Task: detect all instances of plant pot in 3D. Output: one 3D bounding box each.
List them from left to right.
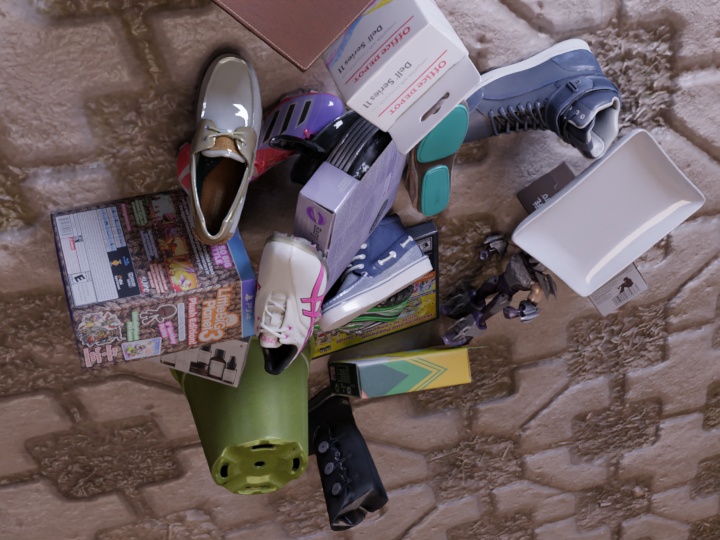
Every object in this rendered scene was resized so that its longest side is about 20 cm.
[{"bbox_3d":[-0.142,0.178,1.423,0.199,0.190,0.201,-8,138,-7],"label":"plant pot"}]

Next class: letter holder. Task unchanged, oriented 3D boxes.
[{"bbox_3d":[-0.083,-0.308,1.027,0.142,0.101,0.200,-42,137,16],"label":"letter holder"}]

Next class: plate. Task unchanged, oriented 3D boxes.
[{"bbox_3d":[0.301,-0.071,1.350,0.200,0.032,0.199,-41,137,16],"label":"plate"}]

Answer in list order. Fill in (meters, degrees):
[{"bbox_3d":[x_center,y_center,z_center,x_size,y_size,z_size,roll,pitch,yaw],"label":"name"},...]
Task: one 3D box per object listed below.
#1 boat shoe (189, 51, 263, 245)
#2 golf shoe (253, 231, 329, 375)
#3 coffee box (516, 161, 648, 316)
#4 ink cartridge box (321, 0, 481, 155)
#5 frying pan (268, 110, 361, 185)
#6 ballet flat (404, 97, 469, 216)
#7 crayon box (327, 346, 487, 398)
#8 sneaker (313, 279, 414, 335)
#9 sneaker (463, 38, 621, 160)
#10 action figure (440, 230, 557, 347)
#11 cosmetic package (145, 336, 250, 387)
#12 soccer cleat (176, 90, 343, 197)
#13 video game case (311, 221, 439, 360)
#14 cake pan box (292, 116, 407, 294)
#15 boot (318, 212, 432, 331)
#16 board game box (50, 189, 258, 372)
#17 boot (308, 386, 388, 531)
[{"bbox_3d":[-0.138,-0.126,1.143,0.074,0.068,0.201,4,96,-9],"label":"boat shoe"},{"bbox_3d":[-0.078,0.039,1.189,0.072,0.092,0.200,14,147,9],"label":"golf shoe"},{"bbox_3d":[0.302,-0.040,1.495,0.080,0.113,0.200,-35,138,10],"label":"coffee box"},{"bbox_3d":[0.027,-0.222,1.093,0.117,0.200,0.067,-43,137,19],"label":"ink cartridge box"},{"bbox_3d":[-0.036,-0.143,1.215,0.115,0.031,0.190,-43,169,-3],"label":"frying pan"},{"bbox_3d":[0.079,-0.146,1.298,0.068,0.067,0.200,-15,147,-18],"label":"ballet flat"},{"bbox_3d":[0.068,0.141,1.564,0.199,0.051,0.127,-7,179,-20],"label":"crayon box"},{"bbox_3d":[-0.027,0.056,1.418,0.199,0.078,0.085,-9,138,-20],"label":"sneaker"},{"bbox_3d":[0.202,-0.174,1.279,0.202,0.147,0.077,-28,141,5],"label":"sneaker"},{"bbox_3d":[0.191,0.027,1.506,0.069,0.131,0.200,13,138,-36],"label":"action figure"},{"bbox_3d":[-0.231,0.071,1.322,0.199,0.051,0.083,17,129,-1],"label":"cosmetic package"},{"bbox_3d":[-0.106,-0.133,1.217,0.199,0.077,0.067,-21,140,-4],"label":"soccer cleat"},{"bbox_3d":[0.011,0.030,1.489,0.199,0.026,0.181,-17,139,-11],"label":"video game case"},{"bbox_3d":[-0.010,-0.082,1.232,0.184,0.052,0.200,-56,169,-30],"label":"cake pan box"},{"bbox_3d":[0.000,0.000,1.346,0.073,0.091,0.200,-36,175,42],"label":"boot"},{"bbox_3d":[-0.230,0.005,1.237,0.199,0.160,0.097,-11,139,-15],"label":"board game box"},{"bbox_3d":[-0.050,0.291,1.599,0.065,0.200,0.165,18,124,-39],"label":"boot"}]
